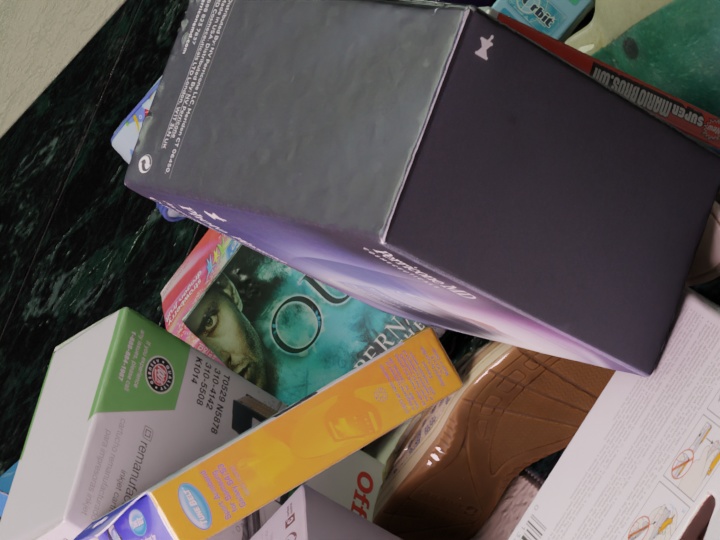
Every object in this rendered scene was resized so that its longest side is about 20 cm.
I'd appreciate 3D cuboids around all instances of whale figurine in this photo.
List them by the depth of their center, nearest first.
[{"bbox_3d":[0.177,-0.115,1.452,0.159,0.104,0.200,-24,-8,-23],"label":"whale figurine"}]

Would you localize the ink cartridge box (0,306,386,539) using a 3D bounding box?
[{"bbox_3d":[-0.090,0.136,1.563,0.084,0.200,0.147,-30,37,45],"label":"ink cartridge box"}]

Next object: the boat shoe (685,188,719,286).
[{"bbox_3d":[0.145,-0.031,1.453,0.057,0.067,0.200,-25,13,-28],"label":"boat shoe"}]

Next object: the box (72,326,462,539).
[{"bbox_3d":[-0.053,0.101,1.438,0.200,0.042,0.119,-31,-1,-23],"label":"box"}]

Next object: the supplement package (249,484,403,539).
[{"bbox_3d":[-0.042,0.233,1.451,0.200,0.117,0.117,-49,25,25],"label":"supplement package"}]

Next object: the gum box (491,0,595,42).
[{"bbox_3d":[0.134,-0.158,1.540,0.200,0.045,0.170,-50,-12,22],"label":"gum box"}]

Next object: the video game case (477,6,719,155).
[{"bbox_3d":[0.112,-0.084,1.407,0.143,0.199,0.018,7,75,65],"label":"video game case"}]

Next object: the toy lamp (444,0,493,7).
[{"bbox_3d":[0.094,-0.201,1.771,0.200,0.058,0.058,-27,39,53],"label":"toy lamp"}]

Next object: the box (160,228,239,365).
[{"bbox_3d":[-0.029,-0.011,1.745,0.200,0.094,0.103,-51,25,20],"label":"box"}]

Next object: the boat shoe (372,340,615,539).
[{"bbox_3d":[0.068,0.071,1.474,0.200,0.073,0.063,-47,29,30],"label":"boat shoe"}]

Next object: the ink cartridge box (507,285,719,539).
[{"bbox_3d":[0.140,0.118,1.310,0.200,0.043,0.174,-58,23,4],"label":"ink cartridge box"}]

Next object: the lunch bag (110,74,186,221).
[{"bbox_3d":[-0.057,-0.117,1.837,0.161,0.083,0.200,-43,-10,31],"label":"lunch bag"}]

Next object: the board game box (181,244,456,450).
[{"bbox_3d":[0.000,0.000,1.643,0.200,0.135,0.028,-52,-17,18],"label":"board game box"}]

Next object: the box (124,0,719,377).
[{"bbox_3d":[0.030,-0.046,1.352,0.198,0.200,0.124,12,80,48],"label":"box"}]

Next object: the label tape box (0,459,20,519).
[{"bbox_3d":[-0.158,0.147,1.685,0.144,0.200,0.063,-14,50,59],"label":"label tape box"}]
